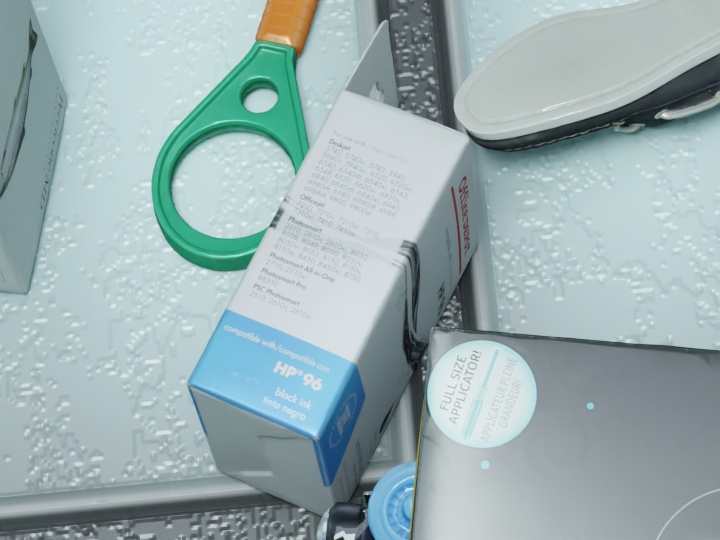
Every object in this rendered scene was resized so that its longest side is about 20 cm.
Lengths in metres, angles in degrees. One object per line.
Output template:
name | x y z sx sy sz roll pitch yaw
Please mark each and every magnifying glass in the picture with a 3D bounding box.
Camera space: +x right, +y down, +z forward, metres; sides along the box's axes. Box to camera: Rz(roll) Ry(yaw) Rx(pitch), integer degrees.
magnifying glass | -0.048 -0.092 1.273 0.079 0.022 0.201 12 69 11

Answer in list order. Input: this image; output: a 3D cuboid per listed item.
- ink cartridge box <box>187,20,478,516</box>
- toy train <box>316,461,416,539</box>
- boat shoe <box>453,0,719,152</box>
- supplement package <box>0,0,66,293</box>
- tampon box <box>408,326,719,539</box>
ink cartridge box | 0.000 0.000 1.171 0.068 0.116 0.200 22 70 13
toy train | 0.076 0.150 1.116 0.199 0.087 0.115 4 72 7
boat shoe | 0.141 -0.100 1.238 0.200 0.060 0.074 -28 47 -9
supplement package | -0.218 -0.085 1.183 0.117 0.200 0.117 4 66 7
tampon box | 0.118 0.114 1.015 0.199 0.126 0.150 4 76 3
